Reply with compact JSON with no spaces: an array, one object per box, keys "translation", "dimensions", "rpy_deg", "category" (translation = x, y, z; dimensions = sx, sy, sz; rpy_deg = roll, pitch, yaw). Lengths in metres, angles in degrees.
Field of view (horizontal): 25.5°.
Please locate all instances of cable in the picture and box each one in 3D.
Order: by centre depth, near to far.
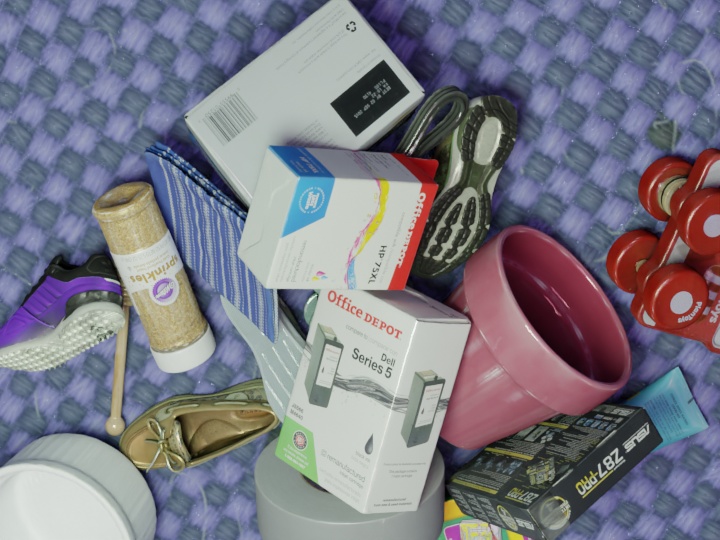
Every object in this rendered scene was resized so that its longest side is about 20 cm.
[{"translation":[0.029,-0.101,1.574],"dimensions":[0.097,0.050,0.201],"rpy_deg":[17,104,-37],"category":"cable"}]

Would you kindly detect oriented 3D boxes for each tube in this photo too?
[{"translation":[0.270,0.183,1.710],"dimensions":[0.199,0.050,0.078],"rpy_deg":[-29,110,7],"category":"tube"}]

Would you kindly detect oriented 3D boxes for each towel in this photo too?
[{"translation":[-0.151,-0.030,1.610],"dimensions":[0.024,0.200,0.146],"rpy_deg":[-29,139,-27],"category":"towel"}]

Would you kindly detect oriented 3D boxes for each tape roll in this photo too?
[{"translation":[-0.011,0.232,1.661],"dimensions":[0.198,0.201,0.067],"rpy_deg":[1,117,5],"category":"tape roll"}]

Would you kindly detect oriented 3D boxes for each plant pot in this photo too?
[{"translation":[0.147,0.083,1.627],"dimensions":[0.200,0.200,0.179],"rpy_deg":[46,120,-8],"category":"plant pot"}]

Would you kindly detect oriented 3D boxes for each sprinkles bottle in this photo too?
[{"translation":[-0.215,0.008,1.667],"dimensions":[0.068,0.068,0.201],"rpy_deg":[-15,117,9],"category":"sprinkles bottle"}]

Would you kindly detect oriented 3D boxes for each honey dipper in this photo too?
[{"translation":[-0.260,0.084,1.732],"dimensions":[0.038,0.038,0.202],"rpy_deg":[7,108,3],"category":"honey dipper"}]

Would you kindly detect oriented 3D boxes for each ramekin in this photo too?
[{"translation":[-0.319,0.275,1.736],"dimensions":[0.198,0.098,0.202],"rpy_deg":[6,115,14],"category":"ramekin"}]

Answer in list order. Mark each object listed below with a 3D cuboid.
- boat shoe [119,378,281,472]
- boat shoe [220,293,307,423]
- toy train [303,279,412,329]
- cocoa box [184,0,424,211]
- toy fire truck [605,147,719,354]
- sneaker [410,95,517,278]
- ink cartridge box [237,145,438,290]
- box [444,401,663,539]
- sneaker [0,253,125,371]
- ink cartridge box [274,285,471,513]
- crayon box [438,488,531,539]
[{"translation":[-0.175,0.172,1.732],"dimensions":[0.198,0.063,0.074],"rpy_deg":[-22,103,11],"category":"boat shoe"},{"translation":[-0.077,0.086,1.689],"dimensions":[0.072,0.062,0.201],"rpy_deg":[-26,93,20],"category":"boat shoe"},{"translation":[0.000,0.000,1.667],"dimensions":[0.113,0.085,0.202],"rpy_deg":[0,103,-8],"category":"toy train"},{"translation":[-0.056,-0.151,1.567],"dimensions":[0.200,0.131,0.134],"rpy_deg":[-39,89,-5],"category":"cocoa box"},{"translation":[0.360,-0.019,1.626],"dimensions":[0.167,0.112,0.201],"rpy_deg":[15,108,-24],"category":"toy fire truck"},{"translation":[0.094,-0.089,1.632],"dimensions":[0.076,0.089,0.202],"rpy_deg":[20,98,-26],"category":"sneaker"},{"translation":[-0.005,-0.047,1.500],"dimensions":[0.198,0.067,0.117],"rpy_deg":[1,119,-35],"category":"ink cartridge box"},{"translation":[0.191,0.194,1.611],"dimensions":[0.161,0.200,0.049],"rpy_deg":[-36,102,-18],"category":"box"},{"translation":[-0.328,0.040,1.712],"dimensions":[0.199,0.069,0.100],"rpy_deg":[-23,62,31],"category":"sneaker"},{"translation":[0.011,0.117,1.573],"dimensions":[0.145,0.084,0.202],"rpy_deg":[26,105,44],"category":"ink cartridge box"},{"translation":[0.119,0.334,1.754],"dimensions":[0.171,0.058,0.202],"rpy_deg":[-16,103,10],"category":"crayon box"}]
